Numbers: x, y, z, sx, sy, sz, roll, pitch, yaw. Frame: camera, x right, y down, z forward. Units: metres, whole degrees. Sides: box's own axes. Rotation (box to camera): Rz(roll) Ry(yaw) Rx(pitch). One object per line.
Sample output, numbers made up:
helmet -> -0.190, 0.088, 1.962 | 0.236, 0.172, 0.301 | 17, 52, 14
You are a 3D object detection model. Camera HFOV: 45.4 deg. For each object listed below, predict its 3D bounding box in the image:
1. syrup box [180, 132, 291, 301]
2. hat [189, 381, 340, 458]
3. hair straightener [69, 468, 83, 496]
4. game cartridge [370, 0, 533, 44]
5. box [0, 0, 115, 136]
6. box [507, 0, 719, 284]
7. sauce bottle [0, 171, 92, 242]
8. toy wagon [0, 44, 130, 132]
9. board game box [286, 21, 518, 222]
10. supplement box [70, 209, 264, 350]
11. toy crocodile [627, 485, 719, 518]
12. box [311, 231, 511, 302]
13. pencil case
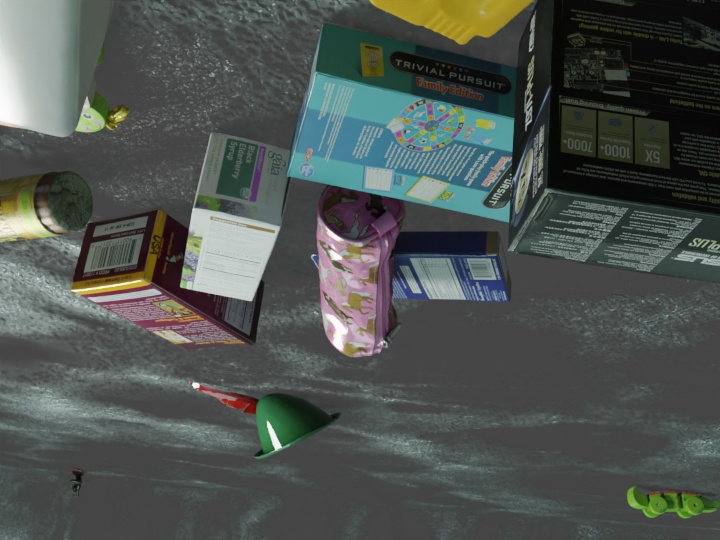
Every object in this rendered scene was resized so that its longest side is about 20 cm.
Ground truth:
syrup box -> -0.122, -0.045, 0.828 | 0.081, 0.079, 0.200 | 12, 157, -9
hat -> -0.157, 0.225, 1.543 | 0.199, 0.177, 0.165 | -23, 176, -38
hair straightener -> -0.915, 0.685, 2.753 | 0.041, 0.077, 0.200 | 13, 156, -17
game cartridge -> 0.033, -0.208, 0.466 | 0.199, 0.033, 0.176 | 19, 154, -23
box -> -0.201, -0.197, 0.378 | 0.199, 0.172, 0.199 | 13, 156, -15
box -> 0.200, -0.086, 0.530 | 0.199, 0.165, 0.086 | 8, 157, -3
sauce bottle -> -0.369, -0.060, 0.884 | 0.199, 0.065, 0.065 | -6, 154, 26
toy wagon -> -0.267, -0.155, 0.666 | 0.155, 0.040, 0.200 | -11, 151, 36
board game box -> 0.052, -0.107, 0.671 | 0.199, 0.047, 0.151 | 11, 156, -9
supplement box -> -0.214, 0.018, 0.990 | 0.110, 0.086, 0.200 | -7, 153, 29
toy crocodile -> 0.699, 0.518, 1.926 | 0.199, 0.062, 0.068 | 1, 156, 3
box -> 0.057, -0.003, 0.930 | 0.199, 0.033, 0.121 | 0, 155, 16
pencil case -> 0.000, 0.000, 0.837 | 0.086, 0.083, 0.200 | 9, 141, 8
